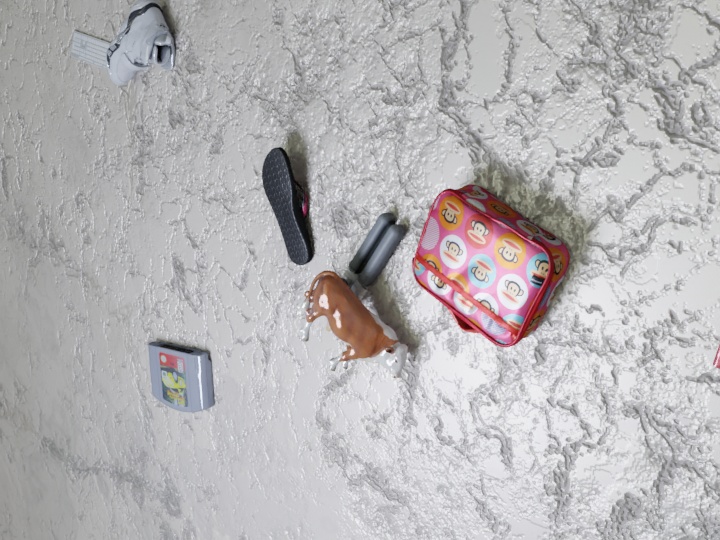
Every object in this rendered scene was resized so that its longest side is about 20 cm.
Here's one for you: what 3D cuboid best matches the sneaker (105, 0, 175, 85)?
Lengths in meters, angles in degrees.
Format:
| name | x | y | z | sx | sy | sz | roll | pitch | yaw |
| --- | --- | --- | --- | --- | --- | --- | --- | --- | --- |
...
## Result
| name | x | y | z | sx | sy | sz | roll | pitch | yaw |
| --- | --- | --- | --- | --- | --- | --- | --- | --- | --- |
| sneaker | -0.440 | -0.429 | 1.287 | 0.200 | 0.074 | 0.117 | -46 | 67 | 31 |

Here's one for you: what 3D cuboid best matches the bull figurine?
| name | x | y | z | sx | sy | sz | roll | pitch | yaw |
| --- | --- | --- | --- | --- | --- | --- | --- | --- | --- |
| bull figurine | -0.015 | 0.094 | 0.996 | 0.120 | 0.065 | 0.201 | -37 | 96 | 23 |

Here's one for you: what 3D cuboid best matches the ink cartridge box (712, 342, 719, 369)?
| name | x | y | z | sx | sy | sz | roll | pitch | yaw |
| --- | --- | --- | --- | --- | --- | --- | --- | --- | --- |
| ink cartridge box | 0.455 | 0.021 | 0.626 | 0.142 | 0.083 | 0.207 | 23 | 111 | 35 |

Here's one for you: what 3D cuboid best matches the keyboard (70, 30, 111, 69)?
| name | x | y | z | sx | sy | sz | roll | pitch | yaw |
| --- | --- | --- | --- | --- | --- | --- | --- | --- | --- |
| keyboard | -0.600 | -0.494 | 1.449 | 0.197 | 0.011 | 0.058 | 27 | 114 | 33 |

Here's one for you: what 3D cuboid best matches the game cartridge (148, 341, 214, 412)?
| name | x | y | z | sx | sy | sz | roll | pitch | yaw |
| --- | --- | --- | --- | --- | --- | --- | --- | --- | --- |
| game cartridge | -0.393 | 0.234 | 1.394 | 0.195 | 0.040 | 0.138 | 4 | 104 | 39 |

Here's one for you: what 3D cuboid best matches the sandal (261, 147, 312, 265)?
| name | x | y | z | sx | sy | sz | roll | pitch | yaw |
| --- | --- | --- | --- | --- | --- | --- | --- | --- | --- |
| sandal | -0.119 | -0.112 | 1.108 | 0.074 | 0.045 | 0.206 | 2 | 113 | 44 |

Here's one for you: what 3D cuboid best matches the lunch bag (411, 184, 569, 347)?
| name | x | y | z | sx | sy | sz | roll | pitch | yaw |
| --- | --- | --- | --- | --- | --- | --- | --- | --- | --- |
| lunch bag | 0.165 | 0.001 | 0.869 | 0.198 | 0.081 | 0.180 | 37 | 123 | 30 |

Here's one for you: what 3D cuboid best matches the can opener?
| name | x | y | z | sx | sy | sz | roll | pitch | yaw |
| --- | --- | --- | --- | --- | --- | --- | --- | --- | --- |
| can opener | 0.000 | 0.000 | 1.014 | 0.053 | 0.066 | 0.202 | 47 | 119 | 23 |
